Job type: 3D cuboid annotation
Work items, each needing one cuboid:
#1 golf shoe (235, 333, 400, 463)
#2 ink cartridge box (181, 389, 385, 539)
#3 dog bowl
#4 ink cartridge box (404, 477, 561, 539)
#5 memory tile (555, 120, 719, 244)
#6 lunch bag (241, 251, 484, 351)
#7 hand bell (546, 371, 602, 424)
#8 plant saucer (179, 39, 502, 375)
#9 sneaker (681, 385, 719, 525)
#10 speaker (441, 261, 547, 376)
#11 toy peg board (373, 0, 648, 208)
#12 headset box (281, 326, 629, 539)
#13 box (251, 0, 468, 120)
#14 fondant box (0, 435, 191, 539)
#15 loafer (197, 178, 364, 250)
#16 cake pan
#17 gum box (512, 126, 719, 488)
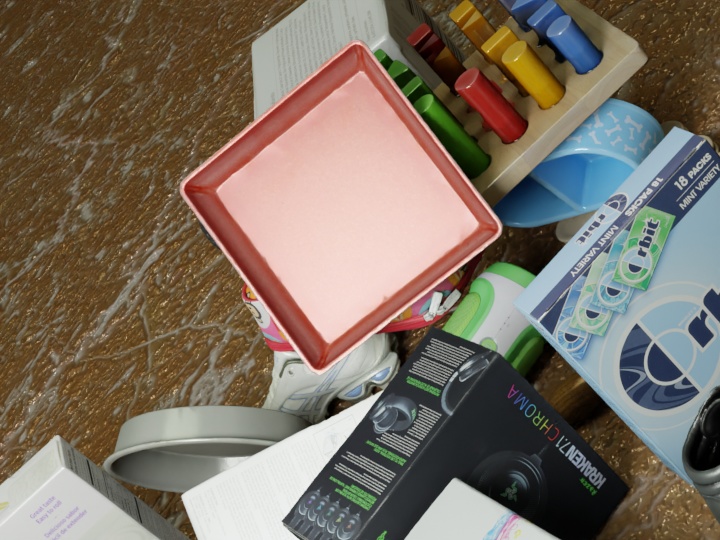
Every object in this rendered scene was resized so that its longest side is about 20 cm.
[{"bbox_3d":[-0.061,0.106,1.624,0.200,0.097,0.078,-40,30,12],"label":"golf shoe"},{"bbox_3d":[-0.028,0.210,1.417,0.200,0.050,0.162,-27,71,9],"label":"ink cartridge box"},{"bbox_3d":[0.171,-0.090,1.535,0.200,0.111,0.050,-15,54,42],"label":"dog bowl"},{"bbox_3d":[0.109,0.257,1.154,0.145,0.145,0.200,-50,28,-8],"label":"ink cartridge box"},{"bbox_3d":[0.260,-0.052,1.492,0.153,0.017,0.200,-45,28,0],"label":"memory tile"},{"bbox_3d":[0.000,0.000,1.532,0.200,0.082,0.176,-12,29,28],"label":"lunch bag"},{"bbox_3d":[0.208,0.063,1.363,0.200,0.104,0.104,-46,26,25],"label":"hand bell"},{"bbox_3d":[-0.015,-0.051,1.435,0.200,0.200,0.037,-38,-8,12],"label":"plant saucer"},{"bbox_3d":[0.291,0.091,1.179,0.200,0.099,0.071,-54,28,-17],"label":"sneaker"},{"bbox_3d":[0.086,0.092,1.461,0.200,0.088,0.088,-54,30,-16],"label":"speaker"},{"bbox_3d":[0.108,-0.174,1.498,0.199,0.098,0.200,-43,29,4],"label":"toy peg board"},{"bbox_3d":[0.067,0.177,1.282,0.200,0.174,0.093,-50,29,-11],"label":"headset box"},{"bbox_3d":[0.015,-0.169,1.770,0.171,0.199,0.200,-35,30,19],"label":"box"},{"bbox_3d":[-0.248,0.260,1.558,0.144,0.200,0.058,-42,29,8],"label":"fondant box"},{"bbox_3d":[-0.055,-0.064,1.530,0.200,0.073,0.071,-1,37,37],"label":"loafer"},{"bbox_3d":[-0.123,0.158,1.533,0.200,0.200,0.037,-18,64,40],"label":"cake pan"},{"bbox_3d":[0.229,0.029,1.235,0.170,0.200,0.045,-47,29,-3],"label":"gum box"}]
